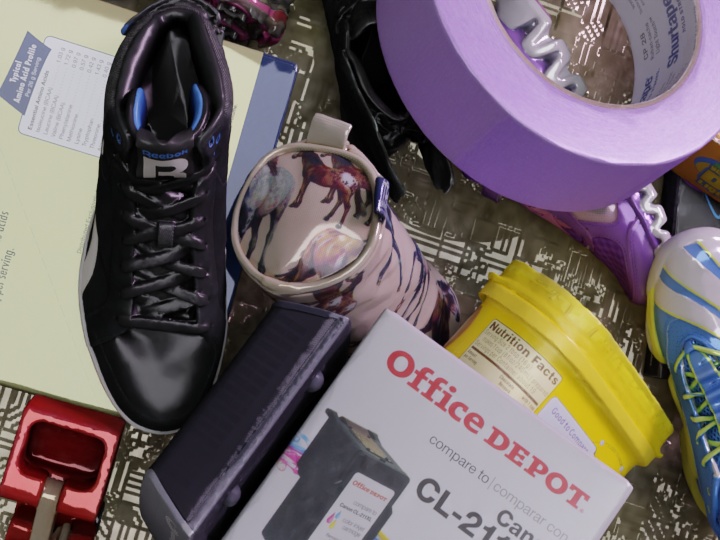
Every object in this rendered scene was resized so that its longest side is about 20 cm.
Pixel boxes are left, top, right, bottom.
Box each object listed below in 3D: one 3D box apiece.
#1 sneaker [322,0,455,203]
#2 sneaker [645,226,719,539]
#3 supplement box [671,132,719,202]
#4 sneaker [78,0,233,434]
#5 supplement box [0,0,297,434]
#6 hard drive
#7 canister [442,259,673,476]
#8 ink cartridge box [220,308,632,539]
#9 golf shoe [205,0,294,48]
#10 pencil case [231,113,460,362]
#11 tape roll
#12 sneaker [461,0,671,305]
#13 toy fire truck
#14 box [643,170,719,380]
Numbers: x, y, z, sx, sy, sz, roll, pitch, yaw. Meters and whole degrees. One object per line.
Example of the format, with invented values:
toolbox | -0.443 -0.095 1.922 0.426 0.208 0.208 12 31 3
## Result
sneaker | 0.011 -0.137 0.797 0.059 0.104 0.203 -9 88 -8
sneaker | 0.212 0.078 0.777 0.075 0.105 0.202 -17 119 6
supplement box | 0.263 -0.129 0.833 0.066 0.069 0.201 34 70 2
sneaker | -0.094 -0.025 0.635 0.072 0.112 0.203 0 87 -8
supplement box | -0.159 -0.035 0.751 0.197 0.134 0.203 17 85 -7
hard drive | -0.059 0.090 0.707 0.042 0.200 0.135 34 72 7
canister | 0.065 0.116 0.779 0.200 0.086 0.149 -47 130 -6
ink cartridge box | 0.015 0.142 0.666 0.145 0.083 0.201 34 85 12
golf shoe | -0.120 -0.204 0.776 0.198 0.072 0.093 25 77 -16
pencil case | 0.000 0.000 0.746 0.077 0.200 0.090 26 80 23
tape roll | 0.110 -0.137 0.756 0.198 0.066 0.203 8 69 -22
sneaker | 0.109 -0.060 0.825 0.088 0.081 0.201 -32 86 -4
toy fire truck | -0.167 0.158 0.723 0.048 0.141 0.203 15 95 -7
box | 0.278 0.007 0.862 0.197 0.036 0.145 9 85 -9
